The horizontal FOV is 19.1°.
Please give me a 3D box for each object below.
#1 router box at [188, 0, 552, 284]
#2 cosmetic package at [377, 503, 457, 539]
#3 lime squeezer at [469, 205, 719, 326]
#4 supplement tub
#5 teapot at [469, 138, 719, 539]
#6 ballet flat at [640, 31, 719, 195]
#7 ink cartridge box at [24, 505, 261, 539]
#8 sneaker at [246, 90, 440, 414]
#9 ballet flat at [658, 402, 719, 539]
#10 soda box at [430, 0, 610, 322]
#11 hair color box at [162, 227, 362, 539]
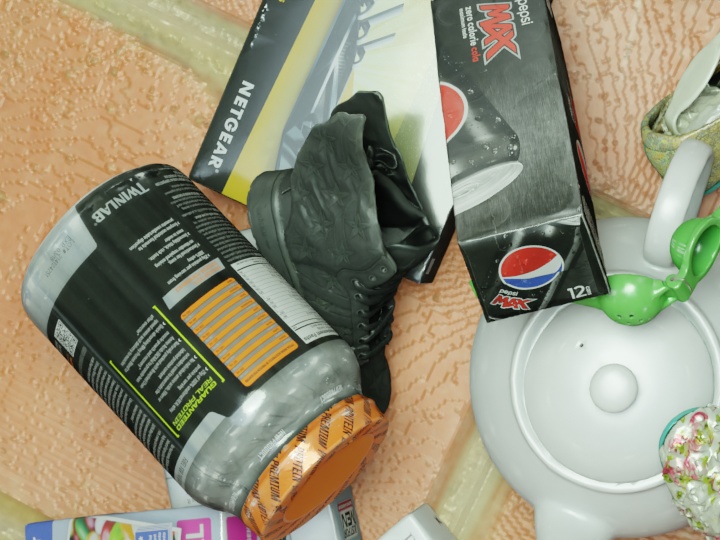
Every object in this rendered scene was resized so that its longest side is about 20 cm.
[{"bbox_3d":[0.008,-0.113,1.282,0.156,0.052,0.201,23,94,10],"label":"router box"},{"bbox_3d":[-0.008,0.242,1.271,0.200,0.071,0.102,-42,82,7],"label":"cosmetic package"},{"bbox_3d":[0.158,-0.012,1.128,0.199,0.038,0.071,-31,40,11],"label":"lime squeezer"},{"bbox_3d":[-0.085,0.047,1.192,0.123,0.122,0.200,-46,73,7],"label":"supplement tub"},{"bbox_3d":[0.149,0.057,1.207,0.196,0.146,0.201,-26,84,9],"label":"teapot"},{"bbox_3d":[0.239,-0.128,1.226,0.200,0.071,0.071,-45,82,10],"label":"ballet flat"},{"bbox_3d":[-0.139,0.203,1.264,0.199,0.042,0.120,-11,80,41],"label":"ink cartridge box"},{"bbox_3d":[0.001,-0.001,1.223,0.104,0.060,0.201,-8,114,35],"label":"sneaker"},{"bbox_3d":[0.229,0.143,1.174,0.076,0.200,0.064,-44,43,-2],"label":"ballet flat"},{"bbox_3d":[0.082,-0.070,1.151,0.070,0.064,0.201,-14,44,9],"label":"soda box"},{"bbox_3d":[-0.071,0.081,1.291,0.098,0.061,0.202,-13,86,11],"label":"hair color box"}]
